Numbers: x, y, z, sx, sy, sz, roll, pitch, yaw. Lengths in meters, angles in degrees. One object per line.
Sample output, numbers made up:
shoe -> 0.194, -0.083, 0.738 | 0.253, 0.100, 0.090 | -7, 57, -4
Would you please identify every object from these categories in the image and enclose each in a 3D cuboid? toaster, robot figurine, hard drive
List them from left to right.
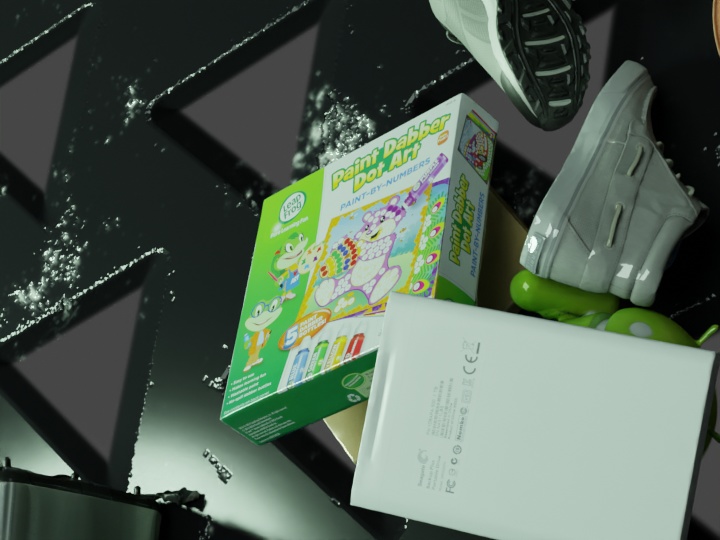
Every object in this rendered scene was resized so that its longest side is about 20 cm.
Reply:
toaster -> -0.253, 0.208, 1.350 | 0.200, 0.181, 0.119 | -9, 72, 32
hard drive -> 0.101, 0.094, 1.096 | 0.200, 0.025, 0.132 | 11, 89, 21
robot figurine -> 0.133, 0.090, 1.168 | 0.200, 0.116, 0.176 | -15, 60, 28

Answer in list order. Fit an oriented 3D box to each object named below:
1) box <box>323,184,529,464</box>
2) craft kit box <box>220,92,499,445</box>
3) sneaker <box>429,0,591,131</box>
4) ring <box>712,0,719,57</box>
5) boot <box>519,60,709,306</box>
box -> 0.027, 0.014, 1.324 | 0.200, 0.021, 0.164 | -47, 54, 13
craft kit box -> 0.000, 0.000, 1.263 | 0.200, 0.048, 0.198 | -26, 38, 37
sneaker -> 0.097, -0.180, 1.323 | 0.200, 0.074, 0.079 | 64, 147, 23
ring -> 0.322, -0.179, 1.195 | 0.200, 0.019, 0.201 | -12, 67, 29
boot -> 0.179, -0.053, 1.197 | 0.095, 0.074, 0.200 | 23, 50, 10
